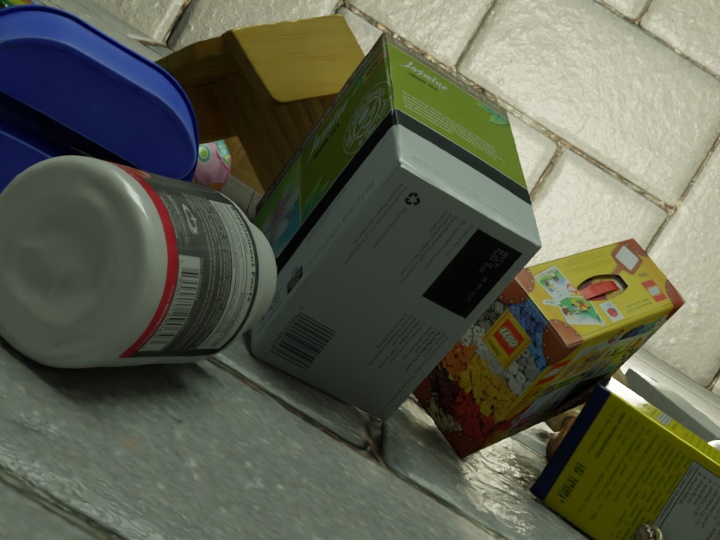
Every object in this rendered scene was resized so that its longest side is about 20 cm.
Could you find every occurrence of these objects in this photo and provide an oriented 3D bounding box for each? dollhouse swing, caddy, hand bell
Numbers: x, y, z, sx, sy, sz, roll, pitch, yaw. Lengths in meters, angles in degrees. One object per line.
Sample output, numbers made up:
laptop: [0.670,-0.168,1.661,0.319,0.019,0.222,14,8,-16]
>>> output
dollhouse swing: [-0.091,-0.110,1.116,0.180,0.179,0.198,-19,6,-43]
caddy: [-0.208,-0.100,0.906,0.198,0.142,0.105,30,11,-23]
hand bell: [0.211,0.157,1.250,0.103,0.105,0.200,32,20,6]

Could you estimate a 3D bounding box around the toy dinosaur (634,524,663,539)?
toy dinosaur: [0.277,0.252,0.923,0.087,0.048,0.200,-15,26,-13]

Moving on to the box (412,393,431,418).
box: [0.051,0.051,1.162,0.201,0.036,0.144,51,20,23]

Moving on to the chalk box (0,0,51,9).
chalk box: [-0.263,-0.147,1.031,0.125,0.125,0.199,38,10,39]

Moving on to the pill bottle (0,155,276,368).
pill bottle: [-0.122,0.000,0.737,0.110,0.112,0.200,34,8,17]

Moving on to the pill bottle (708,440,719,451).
pill bottle: [0.360,0.235,1.177,0.198,0.112,0.111,32,8,4]

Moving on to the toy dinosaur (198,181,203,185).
toy dinosaur: [-0.078,-0.005,1.209,0.199,0.059,0.101,37,-11,-30]

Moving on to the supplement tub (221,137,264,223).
supplement tub: [-0.105,-0.126,1.443,0.198,0.146,0.145,33,8,5]

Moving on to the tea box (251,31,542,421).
tea box: [0.019,-0.036,0.979,0.132,0.201,0.198,28,30,-21]

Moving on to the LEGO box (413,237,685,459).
LEGO box: [0.158,0.061,1.051,0.199,0.149,0.078,-13,59,-48]

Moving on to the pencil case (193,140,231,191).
pencil case: [-0.224,-0.134,1.259,0.199,0.088,0.087,27,9,-39]

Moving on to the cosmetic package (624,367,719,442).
cosmetic package: [0.399,0.212,1.573,0.106,0.091,0.200,27,6,-27]

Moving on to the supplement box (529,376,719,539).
supplement box: [0.258,0.192,1.048,0.199,0.110,0.109,35,8,16]
